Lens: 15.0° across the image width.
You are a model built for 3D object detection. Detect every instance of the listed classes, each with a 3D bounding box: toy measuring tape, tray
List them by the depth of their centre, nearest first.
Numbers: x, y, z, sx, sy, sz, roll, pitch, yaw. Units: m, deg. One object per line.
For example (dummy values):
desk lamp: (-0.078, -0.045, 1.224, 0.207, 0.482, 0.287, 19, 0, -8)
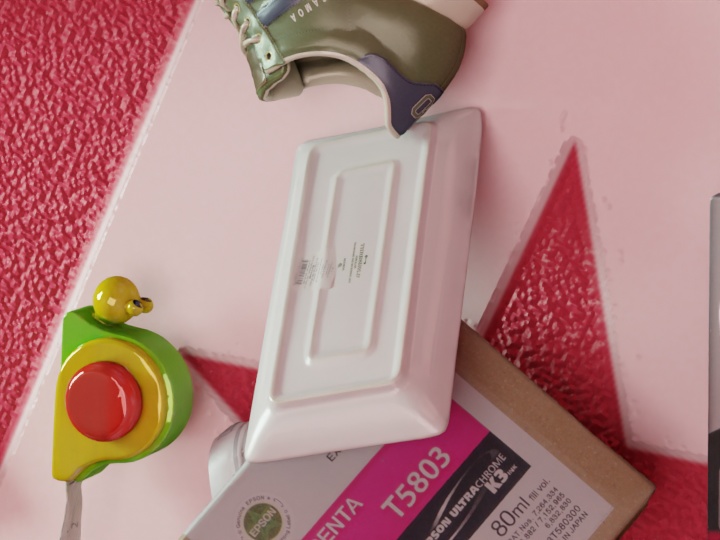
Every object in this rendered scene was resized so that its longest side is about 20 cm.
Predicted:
tray: (0.000, 0.000, 1.336, 0.107, 0.022, 0.201, -11, 49, 24)
toy measuring tape: (-0.126, 0.103, 1.447, 0.073, 0.074, 0.201, 7, 100, 21)

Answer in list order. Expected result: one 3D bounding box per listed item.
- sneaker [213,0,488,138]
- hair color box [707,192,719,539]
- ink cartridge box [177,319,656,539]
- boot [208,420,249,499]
sneaker: (-0.042, -0.131, 1.372, 0.199, 0.067, 0.090, 22, 88, 15)
hair color box: (0.220, 0.063, 1.306, 0.098, 0.061, 0.201, 2, 97, 22)
ink cartridge box: (0.019, 0.132, 1.334, 0.165, 0.075, 0.200, 39, 77, 7)
boot: (-0.013, 0.170, 1.405, 0.095, 0.073, 0.201, -13, 88, 22)
